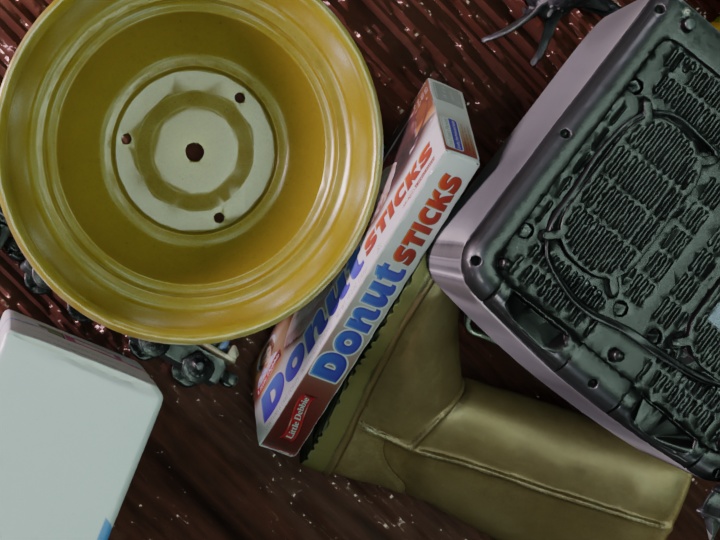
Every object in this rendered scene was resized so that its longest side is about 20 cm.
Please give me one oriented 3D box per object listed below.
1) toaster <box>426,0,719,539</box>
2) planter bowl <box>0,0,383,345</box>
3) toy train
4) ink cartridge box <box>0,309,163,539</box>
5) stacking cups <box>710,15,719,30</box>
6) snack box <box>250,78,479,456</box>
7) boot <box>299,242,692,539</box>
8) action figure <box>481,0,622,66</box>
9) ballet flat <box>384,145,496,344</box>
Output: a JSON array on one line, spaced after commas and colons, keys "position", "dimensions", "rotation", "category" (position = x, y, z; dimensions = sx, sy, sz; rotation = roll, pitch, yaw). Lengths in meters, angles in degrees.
[{"position": [0.147, -0.006, 1.251], "dimensions": [0.181, 0.119, 0.200], "rotation": [38, 85, -9], "category": "toaster"}, {"position": [-0.088, -0.063, 1.333], "dimensions": [0.199, 0.083, 0.202], "rotation": [0, 90, -1], "category": "planter bowl"}, {"position": [-0.146, 0.001, 1.360], "dimensions": [0.199, 0.034, 0.046], "rotation": [33, 74, -10], "category": "toy train"}, {"position": [-0.166, 0.104, 1.277], "dimensions": [0.084, 0.200, 0.145], "rotation": [22, 88, -7], "category": "ink cartridge box"}, {"position": [0.257, -0.118, 1.421], "dimensions": [0.199, 0.060, 0.061], "rotation": [-7, 94, -15], "category": "stacking cups"}, {"position": [0.000, 0.000, 1.321], "dimensions": [0.024, 0.072, 0.201], "rotation": [21, 119, -20], "category": "snack box"}, {"position": [0.087, 0.074, 1.367], "dimensions": [0.199, 0.066, 0.176], "rotation": [21, 128, -9], "category": "boot"}, {"position": [0.129, -0.208, 1.365], "dimensions": [0.118, 0.102, 0.201], "rotation": [21, 88, -22], "category": "action figure"}, {"position": [0.060, -0.003, 1.384], "dimensions": [0.199, 0.071, 0.071], "rotation": [29, 88, -11], "category": "ballet flat"}]
